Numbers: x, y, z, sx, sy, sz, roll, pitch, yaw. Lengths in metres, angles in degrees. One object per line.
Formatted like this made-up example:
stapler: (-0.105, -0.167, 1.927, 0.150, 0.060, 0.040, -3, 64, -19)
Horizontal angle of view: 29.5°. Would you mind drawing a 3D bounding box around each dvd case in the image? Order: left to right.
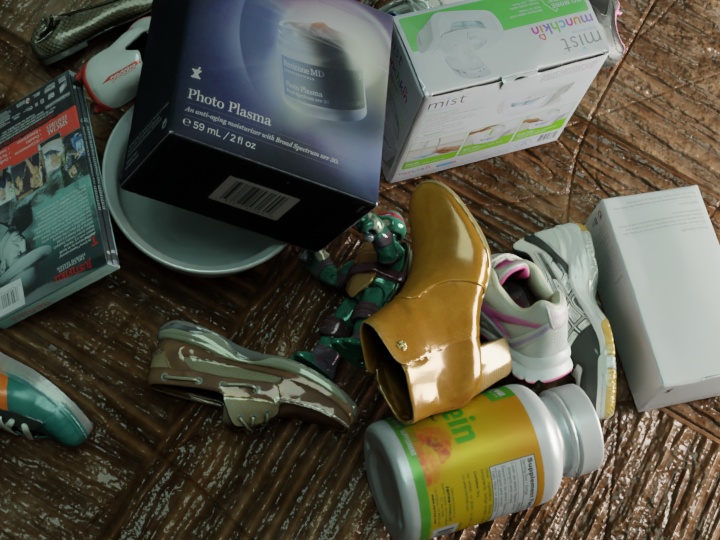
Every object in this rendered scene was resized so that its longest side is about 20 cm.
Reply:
dvd case: (-0.299, -0.065, 1.259, 0.145, 0.022, 0.202, -26, 66, 23)

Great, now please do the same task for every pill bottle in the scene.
pill bottle: (0.112, 0.166, 1.226, 0.198, 0.111, 0.112, -14, 69, -16)

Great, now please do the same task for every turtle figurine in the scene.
turtle figurine: (0.000, 0.000, 1.266, 0.100, 0.150, 0.201, 23, 58, -13)

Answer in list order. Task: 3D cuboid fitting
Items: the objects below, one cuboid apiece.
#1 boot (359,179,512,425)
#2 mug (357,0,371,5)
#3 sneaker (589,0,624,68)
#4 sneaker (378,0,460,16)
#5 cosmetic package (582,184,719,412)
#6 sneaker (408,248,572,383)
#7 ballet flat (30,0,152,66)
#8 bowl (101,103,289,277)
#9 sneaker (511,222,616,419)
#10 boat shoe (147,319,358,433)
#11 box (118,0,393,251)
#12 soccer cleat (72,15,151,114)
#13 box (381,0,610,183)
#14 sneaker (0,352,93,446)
boot: (0.052, 0.024, 1.193, 0.143, 0.071, 0.203, -14, 82, -43)
mug: (-0.086, -0.253, 1.392, 0.133, 0.177, 0.201, 43, 65, -31)
sneaker: (0.241, -0.304, 1.494, 0.095, 0.079, 0.202, 9, 63, -31)
sneaker: (0.053, -0.251, 1.417, 0.074, 0.087, 0.200, 42, 65, 11)
cosmetic package: (0.302, 0.026, 1.342, 0.112, 0.081, 0.202, -7, 69, -13)
sneaker: (0.124, 0.017, 1.281, 0.199, 0.089, 0.081, 32, 39, 32)
ballet flat: (-0.245, -0.270, 1.382, 0.199, 0.067, 0.047, -32, 106, -17)
bowl: (-0.145, -0.072, 1.298, 0.199, 0.091, 0.203, 4, 65, -8)
sneaker: (0.195, 0.053, 1.324, 0.087, 0.076, 0.202, -9, 63, 1)
boat shoe: (-0.100, 0.113, 1.238, 0.198, 0.076, 0.072, 19, 67, 9)
box: (-0.087, -0.152, 1.201, 0.199, 0.123, 0.200, 17, 62, -25)
soccer cleat: (-0.202, -0.207, 1.313, 0.069, 0.085, 0.200, 61, 25, -13)
box: (0.118, -0.184, 1.349, 0.198, 0.177, 0.097, -16, 70, -16)
sneaker: (-0.331, 0.112, 1.198, 0.199, 0.071, 0.080, 29, 69, 9)
